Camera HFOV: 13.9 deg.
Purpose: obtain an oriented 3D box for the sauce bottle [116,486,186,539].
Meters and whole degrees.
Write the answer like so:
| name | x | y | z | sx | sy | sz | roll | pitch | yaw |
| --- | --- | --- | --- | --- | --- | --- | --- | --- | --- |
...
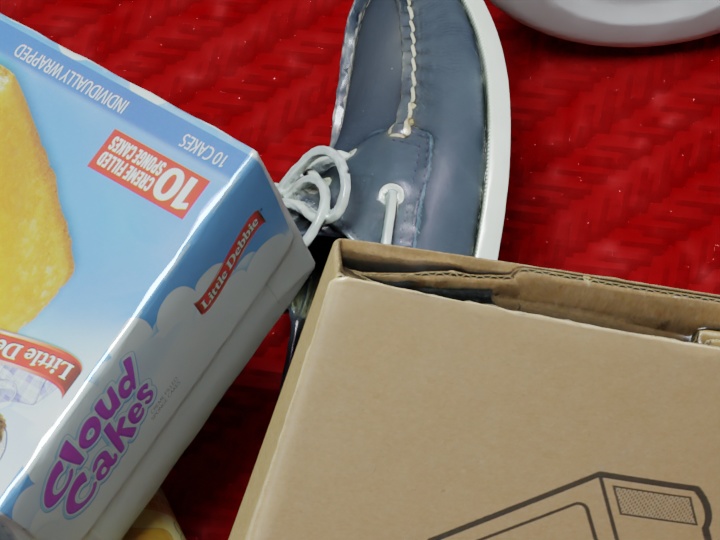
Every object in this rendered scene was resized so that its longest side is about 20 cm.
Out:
| name | x | y | z | sx | sy | sz | roll | pitch | yaw |
| --- | --- | --- | --- | --- | --- | --- | --- | --- | --- |
| sauce bottle | -0.050 | 0.136 | 0.776 | 0.066 | 0.066 | 0.200 | -25 | 63 | -5 |

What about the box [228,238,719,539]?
| name | x | y | z | sx | sy | sz | roll | pitch | yaw |
| --- | --- | --- | --- | --- | --- | --- | --- | --- | --- |
| box | 0.044 | 0.086 | 0.682 | 0.163 | 0.200 | 0.021 | 9 | 38 | -15 |

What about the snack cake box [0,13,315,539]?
| name | x | y | z | sx | sy | sz | roll | pitch | yaw |
| --- | --- | --- | --- | --- | --- | --- | --- | --- | --- |
| snack cake box | -0.127 | -0.013 | 0.794 | 0.200 | 0.067 | 0.115 | 28 | 73 | 26 |

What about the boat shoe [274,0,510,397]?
| name | x | y | z | sx | sy | sz | roll | pitch | yaw |
| --- | --- | --- | --- | --- | --- | --- | --- | --- | --- |
| boat shoe | 0.000 | 0.000 | 0.831 | 0.062 | 0.075 | 0.201 | 11 | 68 | -18 |

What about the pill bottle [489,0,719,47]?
| name | x | y | z | sx | sy | sz | roll | pitch | yaw |
| --- | --- | --- | --- | --- | --- | --- | --- | --- | --- |
| pill bottle | 0.081 | -0.177 | 0.894 | 0.110 | 0.111 | 0.200 | -5 | 61 | 7 |
